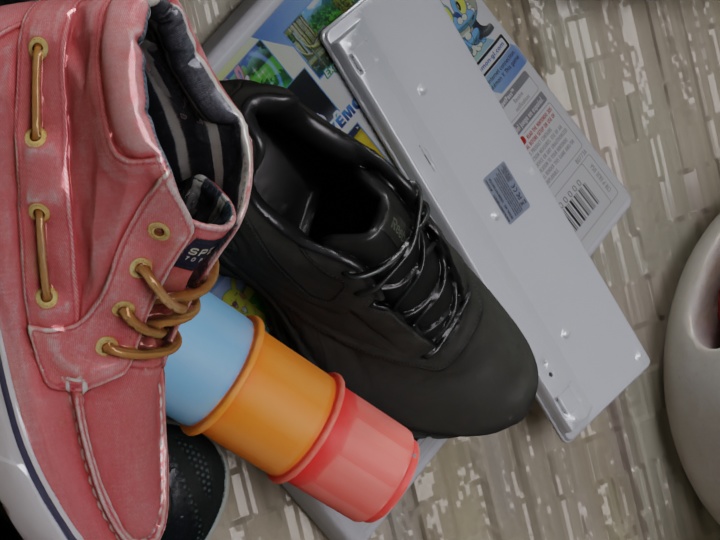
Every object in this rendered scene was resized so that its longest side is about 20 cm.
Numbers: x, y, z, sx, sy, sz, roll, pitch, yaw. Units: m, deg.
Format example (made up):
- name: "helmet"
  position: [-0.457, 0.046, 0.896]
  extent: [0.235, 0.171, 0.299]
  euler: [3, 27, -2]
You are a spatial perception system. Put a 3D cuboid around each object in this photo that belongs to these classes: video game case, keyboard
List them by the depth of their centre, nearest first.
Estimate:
- name: "video game case"
  position: [-0.001, -0.025, 1.073]
  extent: [0.182, 0.022, 0.200]
  euler: [50, 64, -22]
- name: "keyboard"
  position: [0.053, -0.026, 1.091]
  extent: [0.056, 0.011, 0.200]
  euler: [-43, 111, -32]

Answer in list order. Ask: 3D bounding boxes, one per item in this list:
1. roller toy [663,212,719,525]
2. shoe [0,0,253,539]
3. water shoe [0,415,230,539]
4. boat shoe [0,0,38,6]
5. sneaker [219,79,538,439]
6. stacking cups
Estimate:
- name: "roller toy"
  position: [0.233, 0.042, 1.155]
  extent: [0.199, 0.140, 0.183]
  euler: [-15, 96, -33]
- name: "shoe"
  position: [-0.079, 0.007, 0.891]
  extent: [0.071, 0.091, 0.201]
  euler: [-32, 111, -59]
- name: "water shoe"
  position: [-0.119, 0.100, 0.952]
  extent: [0.199, 0.079, 0.072]
  euler: [-16, 97, -33]
- name: "boat shoe"
  position: [-0.125, -0.172, 0.968]
  extent: [0.074, 0.066, 0.200]
  euler: [-2, 89, -34]
- name: "sneaker"
  position: [0.000, 0.000, 1.006]
  extent: [0.200, 0.091, 0.076]
  euler: [37, 67, -28]
- name: "stacking cups"
  position: [-0.067, 0.025, 0.990]
  extent: [0.200, 0.060, 0.061]
  euler: [33, 70, -22]
